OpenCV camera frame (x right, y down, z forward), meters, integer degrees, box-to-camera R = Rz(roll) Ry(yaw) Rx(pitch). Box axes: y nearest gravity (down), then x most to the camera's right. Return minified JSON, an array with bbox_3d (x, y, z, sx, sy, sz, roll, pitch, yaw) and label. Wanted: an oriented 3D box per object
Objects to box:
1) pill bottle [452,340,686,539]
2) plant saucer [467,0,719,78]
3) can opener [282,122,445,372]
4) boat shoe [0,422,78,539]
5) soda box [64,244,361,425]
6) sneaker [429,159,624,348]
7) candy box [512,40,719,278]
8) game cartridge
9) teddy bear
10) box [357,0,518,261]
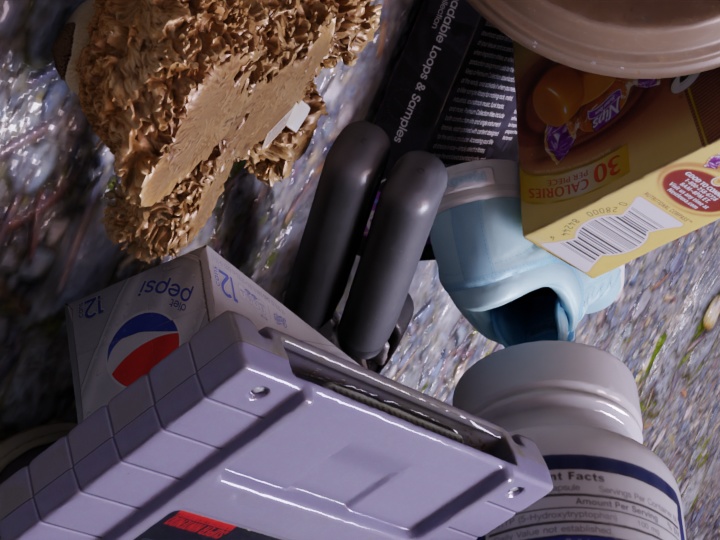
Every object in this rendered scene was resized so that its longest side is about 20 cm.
[{"bbox_3d":[0.090,0.139,0.912,0.120,0.119,0.201,87,2,-52],"label":"pill bottle"},{"bbox_3d":[0.115,-0.178,0.809,0.201,0.199,0.029,-63,178,3],"label":"plant saucer"},{"bbox_3d":[0.000,0.000,0.895,0.067,0.053,0.201,-58,172,-36],"label":"can opener"},{"bbox_3d":[-0.092,0.111,0.844,0.200,0.064,0.072,26,84,-61],"label":"boat shoe"},{"bbox_3d":[-0.037,0.065,0.836,0.068,0.064,0.200,-21,148,18],"label":"soda box"},{"bbox_3d":[0.082,0.010,0.995,0.200,0.073,0.083,24,57,-60],"label":"sneaker"},{"bbox_3d":[0.159,-0.090,0.886,0.056,0.199,0.118,26,51,-36],"label":"candy box"},{"bbox_3d":[-0.029,0.087,0.779,0.129,0.039,0.199,-40,143,20],"label":"game cartridge"},{"bbox_3d":[-0.054,-0.078,0.751,0.200,0.067,0.146,-40,159,-56],"label":"teddy bear"},{"bbox_3d":[0.062,-0.101,0.997,0.143,0.036,0.201,-3,119,-66],"label":"box"}]
